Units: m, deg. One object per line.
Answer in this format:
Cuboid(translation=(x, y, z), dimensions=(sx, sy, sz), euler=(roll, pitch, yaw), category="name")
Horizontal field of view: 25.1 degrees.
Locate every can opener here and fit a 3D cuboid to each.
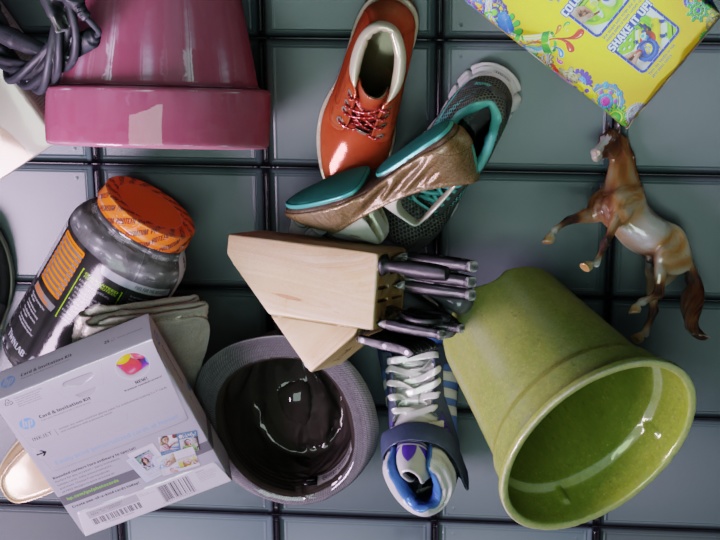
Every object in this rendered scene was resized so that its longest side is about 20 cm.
Cuboid(translation=(0.018, -0.008, 1.508), dimensions=(0.200, 0.066, 0.053), euler=(34, 101, 21), category="can opener")

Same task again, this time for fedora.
Cuboid(translation=(-0.069, 0.129, 1.585), dimensions=(0.176, 0.090, 0.201), euler=(-17, 115, 13), category="fedora")

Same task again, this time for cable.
Cuboid(translation=(-0.293, -0.252, 1.364), dimensions=(0.163, 0.051, 0.201), euler=(-33, 87, 51), category="cable")

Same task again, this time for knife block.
Cuboid(translation=(0.000, 0.000, 1.448), dimensions=(0.175, 0.064, 0.200), euler=(-42, 76, 22), category="knife block")

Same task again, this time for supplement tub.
Cuboid(translation=(-0.247, 0.017, 1.544), dimensions=(0.122, 0.123, 0.200), euler=(32, 110, -7), category="supplement tub")

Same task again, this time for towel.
Cuboid(translation=(-0.217, 0.108, 1.530), dimensions=(0.132, 0.035, 0.201), euler=(-5, 130, -29), category="towel")

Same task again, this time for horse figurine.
Cuboid(translation=(0.257, -0.023, 1.499), dimensions=(0.200, 0.133, 0.050), euler=(45, 151, -11), category="horse figurine")

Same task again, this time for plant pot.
Cuboid(translation=(0.172, 0.102, 1.484), dimensions=(0.199, 0.184, 0.201), euler=(-18, 134, -19), category="plant pot")
Cuboid(translation=(-0.179, -0.198, 1.430), dimensions=(0.199, 0.200, 0.180), euler=(1, 95, 5), category="plant pot")

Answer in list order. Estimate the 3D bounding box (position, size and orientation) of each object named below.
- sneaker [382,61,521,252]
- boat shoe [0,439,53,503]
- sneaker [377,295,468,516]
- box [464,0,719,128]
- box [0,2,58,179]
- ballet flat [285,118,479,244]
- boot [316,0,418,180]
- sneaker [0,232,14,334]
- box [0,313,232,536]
Cuboid(translation=(0.076, -0.097, 1.486), dimensions=(0.077, 0.091, 0.201), euler=(28, 111, -4), category="sneaker")
Cuboid(translation=(-0.294, 0.180, 1.637), dimensions=(0.200, 0.069, 0.074), euler=(-35, 104, 16), category="boat shoe")
Cuboid(translation=(0.057, 0.134, 1.545), dimensions=(0.080, 0.147, 0.201), euler=(-5, 110, 7), category="sneaker")
Cuboid(translation=(0.182, -0.247, 1.361), dimensions=(0.192, 0.200, 0.122), euler=(36, 110, -9), category="box")
Cuboid(translation=(-0.353, -0.193, 1.491), dimensions=(0.078, 0.095, 0.200), euler=(-31, 103, 16), category="box")
Cuboid(translation=(0.023, -0.067, 1.448), dimensions=(0.199, 0.068, 0.073), euler=(-24, 109, 29), category="ballet flat")
Cuboid(translation=(0.002, -0.147, 1.468), dimensions=(0.075, 0.107, 0.201), euler=(12, 113, -2), category="boot")
Cuboid(translation=(-0.390, 0.052, 1.578), dimensions=(0.074, 0.106, 0.201), euler=(9, 111, 2), category="sneaker")
Cuboid(translation=(-0.226, 0.146, 1.492), dimensions=(0.155, 0.041, 0.201), euler=(-21, 131, 3), category="box")
